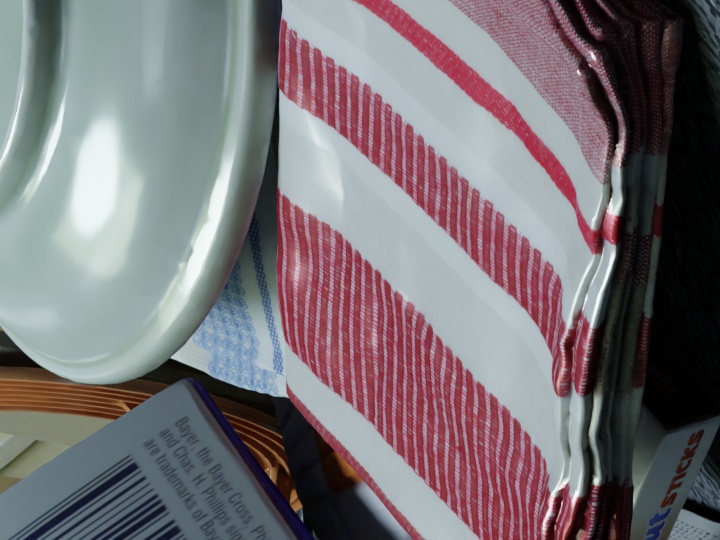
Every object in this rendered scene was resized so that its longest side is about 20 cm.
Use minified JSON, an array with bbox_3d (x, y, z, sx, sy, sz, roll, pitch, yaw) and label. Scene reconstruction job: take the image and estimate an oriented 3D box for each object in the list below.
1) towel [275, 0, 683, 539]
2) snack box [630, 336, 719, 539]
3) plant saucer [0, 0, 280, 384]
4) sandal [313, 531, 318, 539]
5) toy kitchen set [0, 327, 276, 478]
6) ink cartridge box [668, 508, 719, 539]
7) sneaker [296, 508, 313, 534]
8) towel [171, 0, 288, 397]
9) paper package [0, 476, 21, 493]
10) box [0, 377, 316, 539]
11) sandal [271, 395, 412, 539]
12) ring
[{"bbox_3d":[0.017,-0.009,0.658,0.144,0.023,0.200,47,147,42],"label":"towel"},{"bbox_3d":[0.019,0.003,0.782,0.200,0.024,0.072,48,135,33],"label":"snack box"},{"bbox_3d":[-0.092,-0.067,0.780,0.200,0.050,0.200,7,98,57],"label":"plant saucer"},{"bbox_3d":[0.015,0.070,1.058,0.048,0.075,0.200,23,-178,-5],"label":"sandal"},{"bbox_3d":[-0.111,-0.031,1.030,0.200,0.163,0.181,-36,48,52],"label":"toy kitchen set"},{"bbox_3d":[0.091,0.146,0.847,0.147,0.083,0.200,57,171,-9],"label":"ink cartridge box"},{"bbox_3d":[-0.016,0.125,1.202,0.200,0.075,0.114,59,-154,-6],"label":"sneaker"},{"bbox_3d":[-0.026,-0.032,0.779,0.200,0.024,0.147,15,121,55],"label":"towel"},{"bbox_3d":[-0.095,0.112,1.306,0.191,0.200,0.103,56,170,-4],"label":"paper package"},{"bbox_3d":[-0.024,0.165,0.913,0.184,0.105,0.200,53,174,32],"label":"box"},{"bbox_3d":[0.003,-0.001,0.880,0.079,0.059,0.207,-8,96,65],"label":"sandal"},{"bbox_3d":[-0.113,0.074,1.024,0.200,0.200,0.019,80,-167,-69],"label":"ring"}]
